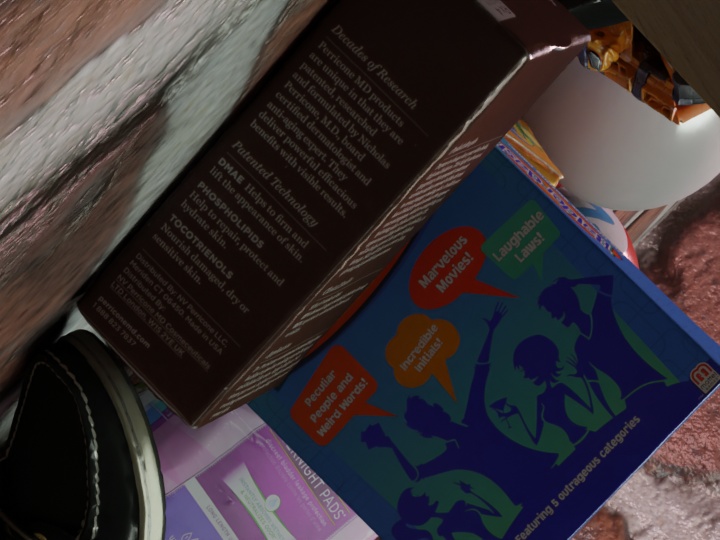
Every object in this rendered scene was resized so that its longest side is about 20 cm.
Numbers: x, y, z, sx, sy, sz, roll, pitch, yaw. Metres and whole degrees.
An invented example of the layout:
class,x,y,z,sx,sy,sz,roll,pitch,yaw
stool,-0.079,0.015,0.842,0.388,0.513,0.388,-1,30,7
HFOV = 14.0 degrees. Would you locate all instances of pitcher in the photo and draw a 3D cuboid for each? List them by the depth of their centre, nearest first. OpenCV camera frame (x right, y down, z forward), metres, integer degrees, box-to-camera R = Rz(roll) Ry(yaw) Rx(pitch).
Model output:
class,x,y,z,sx,sy,sz,roll,pitch,yaw
pitcher,0.160,-0.128,1.450,0.172,0.121,0.200,-40,161,-22

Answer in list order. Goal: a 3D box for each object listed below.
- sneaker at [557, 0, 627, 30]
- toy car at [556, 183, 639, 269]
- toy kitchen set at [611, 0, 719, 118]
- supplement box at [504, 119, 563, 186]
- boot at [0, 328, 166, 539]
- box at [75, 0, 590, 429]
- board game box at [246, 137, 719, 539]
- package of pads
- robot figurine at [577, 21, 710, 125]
class,x,y,z,sx,sy,sz,roll,pitch,yaw
sneaker,0.098,-0.146,1.167,0.074,0.089,0.200,-7,174,-38
toy car,0.062,0.023,1.474,0.177,0.184,0.200,-46,170,-1
toy kitchen set,0.176,-0.171,0.994,0.200,0.180,0.163,-44,176,28
supplement box,0.000,0.000,1.370,0.200,0.069,0.067,-46,-150,10
boot,-0.161,0.128,1.153,0.154,0.073,0.204,-16,132,-33
box,-0.010,-0.038,1.130,0.200,0.075,0.100,-46,173,18
board game box,0.032,0.025,1.210,0.152,0.200,0.045,-48,172,12
package of pads,-0.061,0.095,1.299,0.200,0.121,0.076,-38,-148,-11
robot figurine,0.171,-0.134,1.296,0.200,0.145,0.058,-34,142,-24
